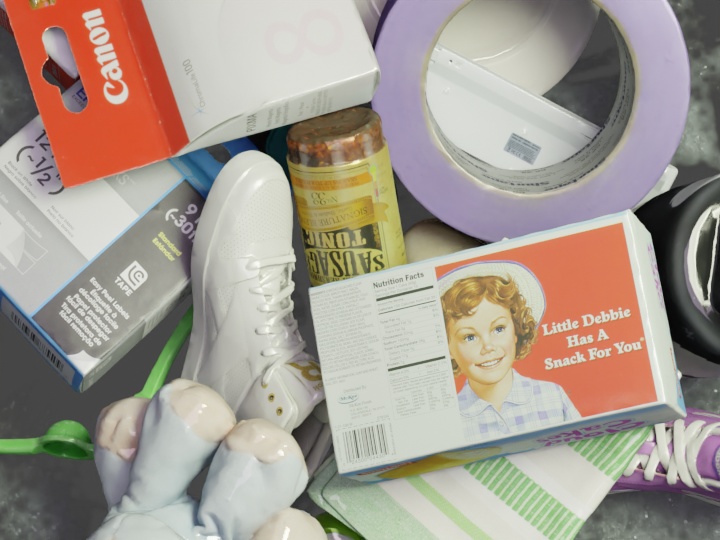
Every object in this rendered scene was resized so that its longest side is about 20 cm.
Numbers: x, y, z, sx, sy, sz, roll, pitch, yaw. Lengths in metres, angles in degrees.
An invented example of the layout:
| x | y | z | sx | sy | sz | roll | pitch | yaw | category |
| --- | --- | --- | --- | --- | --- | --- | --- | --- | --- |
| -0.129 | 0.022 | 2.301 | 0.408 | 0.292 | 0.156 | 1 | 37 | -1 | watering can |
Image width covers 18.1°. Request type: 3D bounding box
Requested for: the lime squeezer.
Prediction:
| x | y | z | sx | sy | sz | roll | pitch | yaw | category |
| --- | --- | --- | --- | --- | --- | --- | --- | --- | --- |
| -0.175 | 0.089 | 1.428 | 0.200 | 0.038 | 0.071 | -26 | 86 | -8 | lime squeezer |

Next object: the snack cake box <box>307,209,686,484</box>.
| x | y | z | sx | sy | sz | roll | pitch | yaw | category |
| --- | --- | --- | --- | --- | --- | --- | --- | --- | --- |
| 0.079 | 0.047 | 1.318 | 0.199 | 0.067 | 0.115 | -13 | 75 | 16 | snack cake box |

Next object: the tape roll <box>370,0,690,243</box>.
| x | y | z | sx | sy | sz | roll | pitch | yaw | category |
| --- | --- | --- | --- | --- | --- | --- | --- | --- | --- |
| 0.105 | -0.121 | 1.431 | 0.199 | 0.085 | 0.201 | 0 | 103 | 0 | tape roll |

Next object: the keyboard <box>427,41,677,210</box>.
| x | y | z | sx | sy | sz | roll | pitch | yaw | category |
| --- | --- | --- | --- | --- | --- | --- | --- | --- | --- |
| 0.110 | -0.087 | 1.486 | 0.200 | 0.011 | 0.056 | 27 | 101 | -5 | keyboard |

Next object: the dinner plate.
| x | y | z | sx | sy | sz | roll | pitch | yaw | category |
| --- | --- | --- | --- | --- | --- | --- | --- | --- | --- |
| 0.066 | -0.201 | 1.501 | 0.199 | 0.024 | 0.201 | 1 | 81 | -6 | dinner plate |

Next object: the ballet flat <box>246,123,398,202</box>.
| x | y | z | sx | sy | sz | roll | pitch | yaw | category |
| --- | --- | --- | --- | --- | --- | --- | --- | --- | --- |
| -0.050 | -0.109 | 1.451 | 0.200 | 0.073 | 0.073 | 35 | 80 | -4 | ballet flat |

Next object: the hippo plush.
| x | y | z | sx | sy | sz | roll | pitch | yaw | category |
| --- | --- | --- | --- | --- | --- | --- | --- | --- | --- |
| -0.137 | 0.161 | 1.313 | 0.200 | 0.161 | 0.160 | -31 | 87 | 34 | hippo plush |

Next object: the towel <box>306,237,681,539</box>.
| x | y | z | sx | sy | sz | roll | pitch | yaw | category |
| --- | --- | --- | --- | --- | --- | --- | --- | --- | --- |
| 0.080 | 0.099 | 1.355 | 0.152 | 0.023 | 0.200 | 38 | 92 | 21 | towel |

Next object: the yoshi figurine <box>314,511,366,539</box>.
| x | y | z | sx | sy | sz | roll | pitch | yaw | category |
| --- | --- | --- | --- | --- | --- | --- | --- | --- | --- |
| 0.032 | 0.236 | 1.399 | 0.200 | 0.112 | 0.113 | 38 | 87 | 3 | yoshi figurine |

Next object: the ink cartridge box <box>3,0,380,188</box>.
| x | y | z | sx | sy | sz | roll | pitch | yaw | category |
| --- | --- | --- | --- | --- | --- | --- | --- | --- | --- |
| -0.107 | -0.153 | 1.382 | 0.199 | 0.057 | 0.163 | -15 | 68 | -14 | ink cartridge box |

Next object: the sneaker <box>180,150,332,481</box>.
| x | y | z | sx | sy | sz | roll | pitch | yaw | category |
| --- | --- | --- | --- | --- | --- | --- | --- | --- | --- |
| -0.048 | 0.036 | 1.377 | 0.074 | 0.115 | 0.201 | -13 | 120 | -42 | sneaker |

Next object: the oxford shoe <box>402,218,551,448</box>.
| x | y | z | sx | sy | sz | roll | pitch | yaw | category |
| --- | --- | --- | --- | --- | --- | --- | --- | --- | --- |
| 0.084 | 0.038 | 1.420 | 0.071 | 0.074 | 0.200 | -43 | 64 | 8 | oxford shoe |

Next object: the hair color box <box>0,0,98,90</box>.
| x | y | z | sx | sy | sz | roll | pitch | yaw | category |
| --- | --- | --- | --- | --- | --- | --- | --- | --- | --- |
| -0.215 | -0.223 | 1.453 | 0.111 | 0.064 | 0.200 | -44 | 90 | -10 | hair color box |

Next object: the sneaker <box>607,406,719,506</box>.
| x | y | z | sx | sy | sz | roll | pitch | yaw | category |
| --- | --- | --- | --- | --- | --- | --- | --- | --- | --- |
| 0.192 | 0.109 | 1.428 | 0.200 | 0.114 | 0.073 | 6 | 83 | -4 | sneaker |

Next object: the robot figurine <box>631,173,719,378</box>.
| x | y | z | sx | sy | sz | roll | pitch | yaw | category |
| --- | --- | --- | --- | --- | --- | --- | --- | --- | --- |
| 0.224 | 0.006 | 1.400 | 0.125 | 0.200 | 0.150 | -42 | 97 | -17 | robot figurine |

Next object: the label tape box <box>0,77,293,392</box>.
| x | y | z | sx | sy | sz | roll | pitch | yaw | category |
| --- | --- | --- | --- | --- | --- | --- | --- | --- | --- |
| -0.152 | -0.044 | 1.426 | 0.200 | 0.066 | 0.143 | -43 | 86 | -14 | label tape box |

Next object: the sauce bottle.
| x | y | z | sx | sy | sz | roll | pitch | yaw | category |
| --- | --- | --- | --- | --- | --- | --- | --- | --- | --- |
| 0.000 | 0.000 | 1.411 | 0.066 | 0.066 | 0.201 | -15 | 112 | -8 | sauce bottle |
